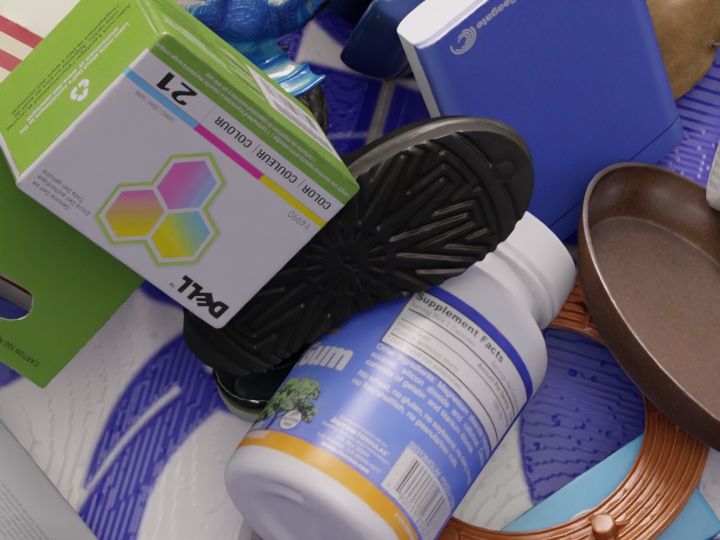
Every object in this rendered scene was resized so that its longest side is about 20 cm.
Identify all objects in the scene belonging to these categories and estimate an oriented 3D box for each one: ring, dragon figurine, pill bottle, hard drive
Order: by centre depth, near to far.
[{"bbox_3d":[-0.053,-0.119,1.501,0.199,0.059,0.100,-6,111,-20],"label":"dragon figurine"},{"bbox_3d":[0.027,0.059,1.546,0.112,0.112,0.200,33,66,4],"label":"pill bottle"},{"bbox_3d":[0.099,-0.097,1.575,0.132,0.200,0.025,-39,52,-12],"label":"hard drive"},{"bbox_3d":[0.087,0.080,1.598,0.199,0.019,0.201,-7,54,10],"label":"ring"}]

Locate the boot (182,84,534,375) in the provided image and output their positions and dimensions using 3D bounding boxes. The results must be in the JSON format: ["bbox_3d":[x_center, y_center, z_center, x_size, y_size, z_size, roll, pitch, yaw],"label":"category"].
[{"bbox_3d":[-0.011,-0.052,1.542,0.210,0.080,0.158,-27,34,18],"label":"boot"}]

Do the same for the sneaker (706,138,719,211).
[{"bbox_3d":[0.275,-0.104,1.673,0.118,0.074,0.201,22,74,-6],"label":"sneaker"}]

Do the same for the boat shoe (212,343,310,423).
[{"bbox_3d":[-0.002,-0.001,1.624,0.199,0.066,0.075,-36,61,-8],"label":"boat shoe"}]

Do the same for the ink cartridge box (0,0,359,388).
[{"bbox_3d":[-0.124,-0.024,1.441,0.200,0.148,0.076,-45,39,10],"label":"ink cartridge box"}]

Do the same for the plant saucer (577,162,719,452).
[{"bbox_3d":[0.186,0.030,1.599,0.200,0.200,0.034,49,122,7],"label":"plant saucer"}]

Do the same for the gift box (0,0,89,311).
[{"bbox_3d":[-0.213,-0.086,1.566,0.186,0.185,0.201,28,71,-8],"label":"gift box"}]

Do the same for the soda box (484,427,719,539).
[{"bbox_3d":[0.091,0.169,1.599,0.199,0.064,0.068,-33,81,-10],"label":"soda box"}]

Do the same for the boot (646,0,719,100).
[{"bbox_3d":[0.186,-0.155,1.689,0.200,0.074,0.076,-36,107,-11],"label":"boot"}]

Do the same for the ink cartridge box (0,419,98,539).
[{"bbox_3d":[-0.246,0.122,1.530,0.200,0.043,0.174,52,45,-8],"label":"ink cartridge box"}]

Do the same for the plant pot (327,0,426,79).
[{"bbox_3d":[0.035,-0.223,1.622,0.200,0.200,0.180,-35,88,-9],"label":"plant pot"}]
